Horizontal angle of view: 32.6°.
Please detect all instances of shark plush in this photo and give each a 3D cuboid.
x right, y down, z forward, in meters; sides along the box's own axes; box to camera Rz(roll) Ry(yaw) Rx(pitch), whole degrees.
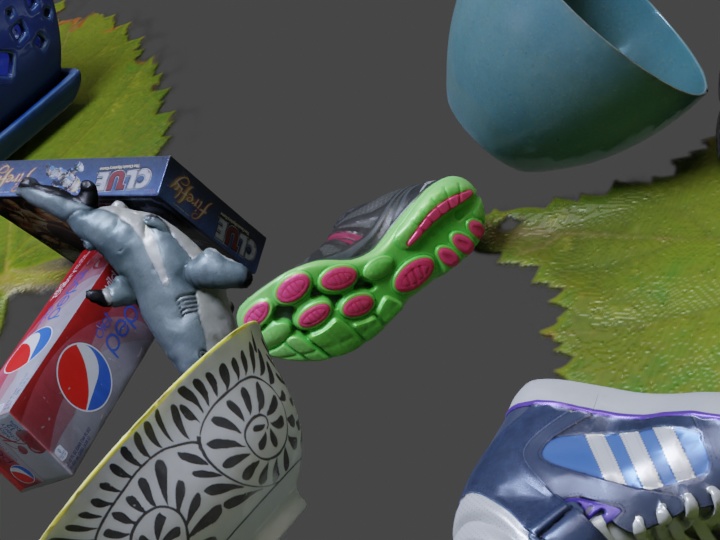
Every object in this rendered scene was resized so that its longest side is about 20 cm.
[{"bbox_3d":[-0.162,-0.003,0.884,0.084,0.200,0.091,-52,14,-24],"label":"shark plush"}]

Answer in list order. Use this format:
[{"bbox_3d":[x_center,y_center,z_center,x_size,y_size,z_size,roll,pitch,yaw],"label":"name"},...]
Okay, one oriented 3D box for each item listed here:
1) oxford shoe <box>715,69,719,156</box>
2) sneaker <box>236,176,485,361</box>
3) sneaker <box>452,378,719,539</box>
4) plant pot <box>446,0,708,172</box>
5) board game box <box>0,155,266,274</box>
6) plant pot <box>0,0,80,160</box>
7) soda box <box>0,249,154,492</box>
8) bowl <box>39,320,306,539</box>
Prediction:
[{"bbox_3d":[0.307,-0.145,0.907,0.083,0.073,0.201,5,44,12],"label":"oxford shoe"},{"bbox_3d":[0.000,0.000,0.891,0.198,0.077,0.084,-30,17,-15],"label":"sneaker"},{"bbox_3d":[0.140,0.136,0.614,0.198,0.081,0.147,6,52,31],"label":"sneaker"},{"bbox_3d":[0.141,-0.154,0.924,0.135,0.199,0.201,-48,24,28],"label":"plant pot"},{"bbox_3d":[-0.194,-0.043,0.991,0.198,0.135,0.035,2,66,33],"label":"board game box"},{"bbox_3d":[-0.432,-0.218,1.314,0.198,0.181,0.200,10,46,38],"label":"plant pot"},{"bbox_3d":[-0.208,0.061,0.907,0.063,0.070,0.201,-21,29,35],"label":"soda box"},{"bbox_3d":[-0.092,0.135,0.699,0.201,0.094,0.201,-50,-4,-5],"label":"bowl"}]
